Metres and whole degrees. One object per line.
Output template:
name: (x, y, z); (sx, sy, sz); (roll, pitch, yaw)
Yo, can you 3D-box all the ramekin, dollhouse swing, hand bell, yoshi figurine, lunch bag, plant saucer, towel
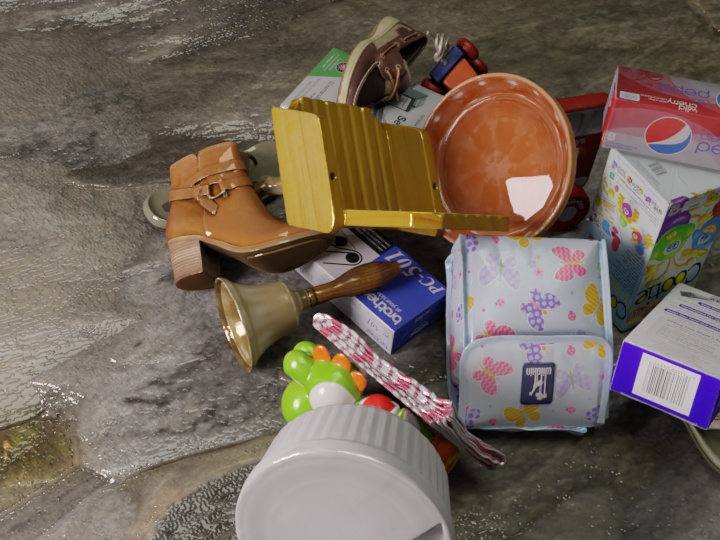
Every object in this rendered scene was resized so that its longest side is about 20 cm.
ramekin: (-0.008, 0.212, 1.113); (0.200, 0.204, 0.095); (12, 34, 3)
dollhouse swing: (0.042, -0.113, 1.310); (0.199, 0.175, 0.184); (0, 78, -50)
hand bell: (-0.047, 0.026, 1.320); (0.198, 0.105, 0.105); (-20, 53, -18)
yoshi figurine: (-0.005, 0.160, 1.243); (0.200, 0.112, 0.112); (42, 94, 10)
lunch bag: (0.179, 0.070, 1.302); (0.167, 0.127, 0.203); (3, 76, -4)
plant saucer: (0.152, -0.120, 1.381); (0.200, 0.201, 0.032); (43, 21, 28)
towel: (0.050, 0.118, 1.222); (0.030, 0.146, 0.200); (-50, 51, -3)

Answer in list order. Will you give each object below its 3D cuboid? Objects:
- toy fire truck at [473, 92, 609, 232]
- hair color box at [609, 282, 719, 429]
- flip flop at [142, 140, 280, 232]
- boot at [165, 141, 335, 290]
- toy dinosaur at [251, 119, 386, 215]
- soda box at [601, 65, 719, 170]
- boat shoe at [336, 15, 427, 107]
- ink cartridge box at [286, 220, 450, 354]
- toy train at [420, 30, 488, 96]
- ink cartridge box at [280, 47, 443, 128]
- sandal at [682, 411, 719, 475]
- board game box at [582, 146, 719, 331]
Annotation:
toy fire truck: (0.199, -0.137, 1.474); (0.198, 0.169, 0.113); (-9, 49, -16)
hair color box: (0.352, 0.086, 1.303); (0.108, 0.066, 0.200); (23, 29, 24)
flip flop: (-0.170, -0.109, 1.470); (0.198, 0.058, 0.081); (-24, 55, -27)
boot: (-0.130, -0.074, 1.378); (0.197, 0.074, 0.157); (-12, 66, 10)
toy dinosaur: (-0.036, -0.114, 1.416); (0.198, 0.058, 0.102); (-27, 70, -12)
soda box: (0.362, -0.156, 1.307); (0.197, 0.071, 0.064); (12, 45, 4)
boat shoe: (0.029, -0.244, 1.502); (0.071, 0.073, 0.201); (20, 41, 11)
ink cartridge box: (0.000, 0.000, 1.404); (0.094, 0.044, 0.200); (-33, 60, -30)
toy train: (0.141, -0.231, 1.551); (0.116, 0.200, 0.085); (44, 95, 17)
ink cartridge box: (0.015, -0.178, 1.543); (0.198, 0.085, 0.146); (25, 49, 14)
sandal: (0.387, 0.155, 1.307); (0.079, 0.058, 0.202); (-15, 49, -27)
board game box: (0.330, -0.047, 1.388); (0.102, 0.201, 0.105); (-18, 51, -23)
